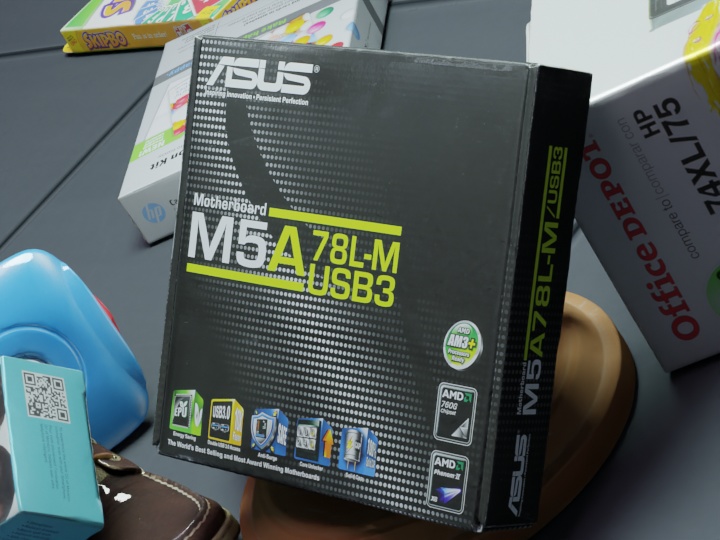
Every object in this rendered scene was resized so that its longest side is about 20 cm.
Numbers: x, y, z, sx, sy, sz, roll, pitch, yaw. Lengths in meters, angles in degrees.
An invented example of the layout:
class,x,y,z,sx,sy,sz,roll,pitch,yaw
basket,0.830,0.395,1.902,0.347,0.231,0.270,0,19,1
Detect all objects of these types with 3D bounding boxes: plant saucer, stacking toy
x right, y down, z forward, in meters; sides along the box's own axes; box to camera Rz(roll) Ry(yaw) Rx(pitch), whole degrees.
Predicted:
class,x,y,z,sx,sy,sz,roll,pitch,yaw
plant saucer,0.030,0.074,1.146,0.200,0.032,0.200,-26,28,15
stacking toy,-0.192,0.045,1.383,0.110,0.116,0.200,-35,13,-6

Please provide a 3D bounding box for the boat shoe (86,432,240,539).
class,x,y,z,sx,sy,sz,roll,pitch,yaw
boat shoe,-0.142,0.116,1.213,0.200,0.072,0.072,3,43,49

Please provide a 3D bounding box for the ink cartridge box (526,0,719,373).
class,x,y,z,sx,sy,sz,roll,pitch,yaw
ink cartridge box,0.192,-0.080,1.105,0.200,0.147,0.146,-23,29,19

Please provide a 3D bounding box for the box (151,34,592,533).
class,x,y,z,sx,sy,sz,roll,pitch,yaw
box,0.000,0.000,1.076,0.200,0.194,0.047,10,7,41

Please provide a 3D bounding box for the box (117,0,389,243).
class,x,y,z,sx,sy,sz,roll,pitch,yaw
box,-0.063,-0.111,1.550,0.156,0.041,0.200,-23,29,19

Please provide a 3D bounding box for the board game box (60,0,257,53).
class,x,y,z,sx,sy,sz,roll,pitch,yaw
board game box,-0.135,-0.196,1.790,0.200,0.030,0.096,-1,40,50

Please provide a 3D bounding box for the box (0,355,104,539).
class,x,y,z,sx,sy,sz,roll,pitch,yaw
box,-0.206,0.122,1.201,0.200,0.049,0.083,-35,55,37
